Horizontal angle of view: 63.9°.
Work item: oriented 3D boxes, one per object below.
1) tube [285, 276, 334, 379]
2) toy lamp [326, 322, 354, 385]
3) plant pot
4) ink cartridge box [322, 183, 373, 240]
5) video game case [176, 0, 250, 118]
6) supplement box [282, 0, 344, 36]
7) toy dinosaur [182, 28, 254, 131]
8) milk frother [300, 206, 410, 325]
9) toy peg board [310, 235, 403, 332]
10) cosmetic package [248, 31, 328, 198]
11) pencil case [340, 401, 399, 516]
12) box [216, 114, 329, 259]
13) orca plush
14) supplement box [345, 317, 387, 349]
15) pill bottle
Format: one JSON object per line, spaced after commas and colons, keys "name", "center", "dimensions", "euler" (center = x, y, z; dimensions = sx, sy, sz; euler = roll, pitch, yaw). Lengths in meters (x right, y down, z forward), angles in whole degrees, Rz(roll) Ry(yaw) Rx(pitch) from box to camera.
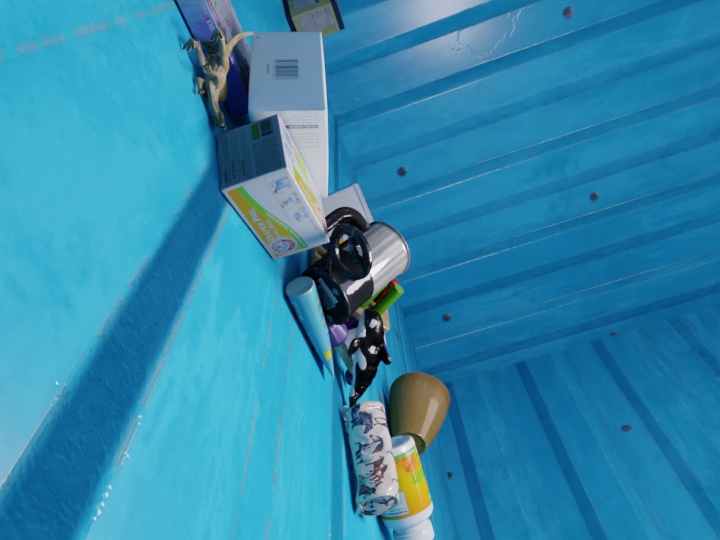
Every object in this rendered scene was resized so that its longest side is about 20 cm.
{"name": "tube", "center": [-0.080, 0.102, 1.028], "dimensions": [0.078, 0.050, 0.201], "euler": [-100, 175, -52]}
{"name": "toy lamp", "center": [-0.037, 0.163, 1.171], "dimensions": [0.058, 0.058, 0.201], "euler": [-100, 173, -46]}
{"name": "plant pot", "center": [0.158, 0.428, 1.668], "dimensions": [0.200, 0.185, 0.187], "euler": [-65, 139, -60]}
{"name": "ink cartridge box", "center": [-0.045, -0.145, 1.504], "dimensions": [0.200, 0.128, 0.126], "euler": [-59, 126, -80]}
{"name": "video game case", "center": [-0.232, -0.388, 0.978], "dimensions": [0.182, 0.045, 0.201], "euler": [-98, 169, -52]}
{"name": "supplement box", "center": [-0.188, -1.027, 2.259], "dimensions": [0.134, 0.198, 0.201], "euler": [61, 14, -61]}
{"name": "toy dinosaur", "center": [-0.215, -0.307, 0.863], "dimensions": [0.101, 0.058, 0.201], "euler": [67, 28, -65]}
{"name": "milk frother", "center": [0.009, -0.025, 1.029], "dimensions": [0.188, 0.199, 0.181], "euler": [-39, 114, -36]}
{"name": "toy peg board", "center": [0.000, 0.000, 1.249], "dimensions": [0.199, 0.098, 0.200], "euler": [32, 29, -23]}
{"name": "cosmetic package", "center": [-0.118, -0.262, 0.989], "dimensions": [0.200, 0.122, 0.200], "euler": [96, -9, -56]}
{"name": "pencil case", "center": [0.016, 0.343, 1.061], "dimensions": [0.078, 0.089, 0.201], "euler": [107, -20, -45]}
{"name": "box", "center": [-0.131, -0.122, 0.901], "dimensions": [0.200, 0.101, 0.113], "euler": [62, 13, -58]}
{"name": "orca plush", "center": [0.022, 0.180, 1.149], "dimensions": [0.105, 0.071, 0.201], "euler": [38, 67, -59]}
{"name": "supplement box", "center": [-0.009, 0.096, 1.353], "dimensions": [0.201, 0.103, 0.102], "euler": [-97, 167, -50]}
{"name": "pill bottle", "center": [0.083, 0.451, 1.176], "dimensions": [0.111, 0.110, 0.201], "euler": [9, 64, -82]}
